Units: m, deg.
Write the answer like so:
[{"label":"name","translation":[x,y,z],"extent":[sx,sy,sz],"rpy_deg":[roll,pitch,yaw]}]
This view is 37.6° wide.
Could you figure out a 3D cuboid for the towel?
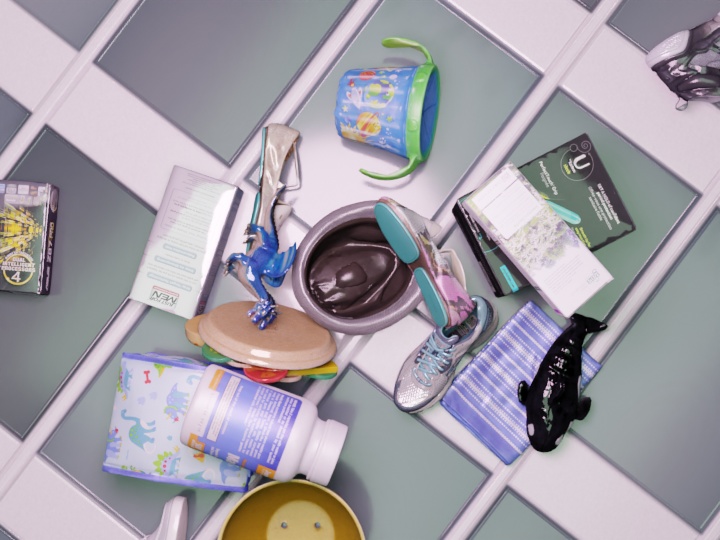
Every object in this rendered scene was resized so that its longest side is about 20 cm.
[{"label":"towel","translation":[0.226,0.160,1.508],"extent":[0.145,0.024,0.200],"rpy_deg":[43,90,2]}]

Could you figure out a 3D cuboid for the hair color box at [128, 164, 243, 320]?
[{"label":"hair color box","translation":[-0.248,-0.038,1.517],"extent":[0.098,0.061,0.201],"rpy_deg":[19,88,3]}]

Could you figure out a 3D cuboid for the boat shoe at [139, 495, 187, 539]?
[{"label":"boat shoe","translation":[-0.293,0.415,1.501],"extent":[0.068,0.072,0.201],"rpy_deg":[13,97,3]}]

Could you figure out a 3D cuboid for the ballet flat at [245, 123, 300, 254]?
[{"label":"ballet flat","translation":[-0.122,-0.111,1.514],"extent":[0.062,0.067,0.201],"rpy_deg":[8,88,-7]}]

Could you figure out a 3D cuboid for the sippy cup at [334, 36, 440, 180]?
[{"label":"sippy cup","translation":[0.035,-0.227,1.485],"extent":[0.130,0.140,0.178],"rpy_deg":[8,49,13]}]

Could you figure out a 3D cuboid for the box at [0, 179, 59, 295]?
[{"label":"box","translation":[-0.545,-0.051,1.535],"extent":[0.199,0.049,0.162],"rpy_deg":[5,85,3]}]

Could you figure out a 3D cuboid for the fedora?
[{"label":"fedora","translation":[0.000,0.000,1.489],"extent":[0.199,0.090,0.177],"rpy_deg":[-34,88,-7]}]

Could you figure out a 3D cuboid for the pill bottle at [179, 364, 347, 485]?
[{"label":"pill bottle","translation":[-0.122,0.206,1.369],"extent":[0.199,0.112,0.113],"rpy_deg":[21,89,0]}]

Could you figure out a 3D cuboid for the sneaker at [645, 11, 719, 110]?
[{"label":"sneaker","translation":[0.512,-0.303,1.492],"extent":[0.199,0.075,0.114],"rpy_deg":[-27,87,7]}]

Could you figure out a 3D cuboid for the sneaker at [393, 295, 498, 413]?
[{"label":"sneaker","translation":[0.109,0.110,1.477],"extent":[0.077,0.086,0.200],"rpy_deg":[37,86,21]}]

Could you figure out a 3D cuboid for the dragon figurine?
[{"label":"dragon figurine","translation":[-0.121,-0.015,1.441],"extent":[0.099,0.059,0.201],"rpy_deg":[28,62,1]}]

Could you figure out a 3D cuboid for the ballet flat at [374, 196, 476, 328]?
[{"label":"ballet flat","translation":[0.092,-0.020,1.425],"extent":[0.071,0.069,0.201],"rpy_deg":[-31,92,-25]}]

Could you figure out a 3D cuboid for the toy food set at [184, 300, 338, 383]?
[{"label":"toy food set","translation":[-0.129,0.097,1.444],"extent":[0.199,0.198,0.049],"rpy_deg":[1,112,-31]}]

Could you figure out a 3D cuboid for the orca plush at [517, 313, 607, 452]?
[{"label":"orca plush","translation":[0.287,0.158,1.466],"extent":[0.105,0.071,0.201],"rpy_deg":[34,88,0]}]

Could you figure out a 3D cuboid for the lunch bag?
[{"label":"lunch bag","translation":[-0.237,0.209,1.474],"extent":[0.199,0.127,0.171],"rpy_deg":[7,88,12]}]

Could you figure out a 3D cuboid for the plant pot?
[{"label":"plant pot","translation":[-0.088,0.377,1.452],"extent":[0.199,0.142,0.201],"rpy_deg":[0,87,2]}]

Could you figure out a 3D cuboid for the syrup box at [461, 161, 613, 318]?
[{"label":"syrup box","translation":[0.225,-0.038,1.360],"extent":[0.079,0.081,0.200],"rpy_deg":[-41,89,2]}]

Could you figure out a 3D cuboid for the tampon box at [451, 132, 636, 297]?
[{"label":"tampon box","translation":[0.248,-0.072,1.465],"extent":[0.199,0.126,0.151],"rpy_deg":[-27,88,0]}]
